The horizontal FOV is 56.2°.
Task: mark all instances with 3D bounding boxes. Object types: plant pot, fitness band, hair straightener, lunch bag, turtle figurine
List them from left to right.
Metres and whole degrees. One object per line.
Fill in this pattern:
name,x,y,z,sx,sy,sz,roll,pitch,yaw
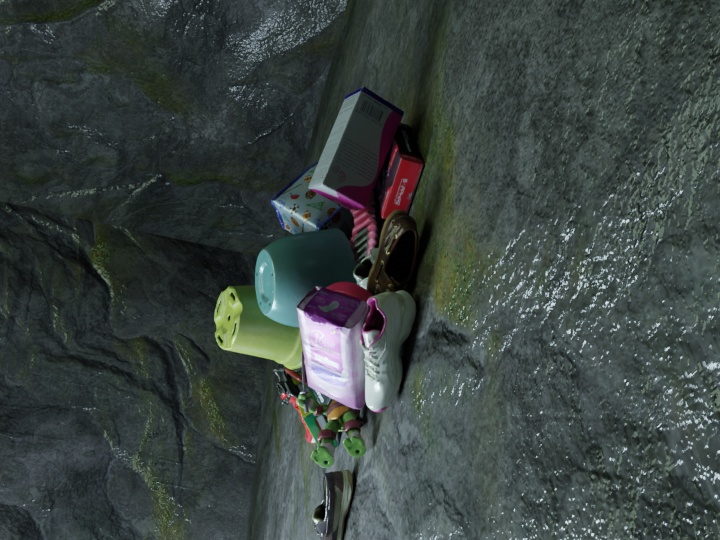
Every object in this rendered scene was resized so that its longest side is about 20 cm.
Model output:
plant pot,-0.213,0.110,1.470,0.198,0.181,0.207,-13,73,51
hair straightener,-0.168,0.259,1.519,0.079,0.040,0.199,-66,24,-5
plant pot,-0.119,0.019,1.343,0.199,0.157,0.207,5,96,63
lunch bag,-0.072,-0.154,1.538,0.200,0.168,0.125,-47,-32,-21
turtle figurine,-0.049,0.249,1.264,0.196,0.140,0.204,-96,16,-58
fitness band,-0.031,0.096,1.216,0.199,0.145,0.037,-31,10,46

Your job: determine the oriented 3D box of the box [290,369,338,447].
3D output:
box,-0.111,0.312,1.544,0.119,0.047,0.200,66,173,-27

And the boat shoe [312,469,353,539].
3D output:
boat shoe,-0.063,0.480,1.308,0.072,0.063,0.206,-122,43,-71

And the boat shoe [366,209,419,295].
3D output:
boat shoe,0.056,0.002,1.147,0.071,0.068,0.205,-122,34,-56

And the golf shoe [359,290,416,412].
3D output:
golf shoe,0.027,0.130,1.097,0.074,0.090,0.206,16,97,47

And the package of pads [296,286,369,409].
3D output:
package of pads,-0.040,0.137,1.172,0.076,0.118,0.204,-47,-35,-43

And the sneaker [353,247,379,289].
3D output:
sneaker,0.023,0.019,1.267,0.202,0.086,0.076,112,163,-49

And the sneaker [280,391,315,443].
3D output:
sneaker,-0.150,0.342,1.713,0.079,0.112,0.206,-116,33,-71

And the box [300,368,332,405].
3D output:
box,-0.072,0.174,1.458,0.201,0.045,0.162,54,126,43

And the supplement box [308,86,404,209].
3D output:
supplement box,-0.010,-0.232,1.308,0.205,0.099,0.103,-67,21,-7

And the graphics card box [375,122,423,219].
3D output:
graphics card box,0.070,-0.197,1.321,0.202,0.049,0.128,-96,20,-57

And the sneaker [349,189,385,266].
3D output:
sneaker,0.028,-0.080,1.354,0.078,0.094,0.205,-23,55,36

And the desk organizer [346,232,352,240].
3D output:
desk organizer,0.000,0.000,1.433,0.201,0.070,0.079,-104,30,-64
